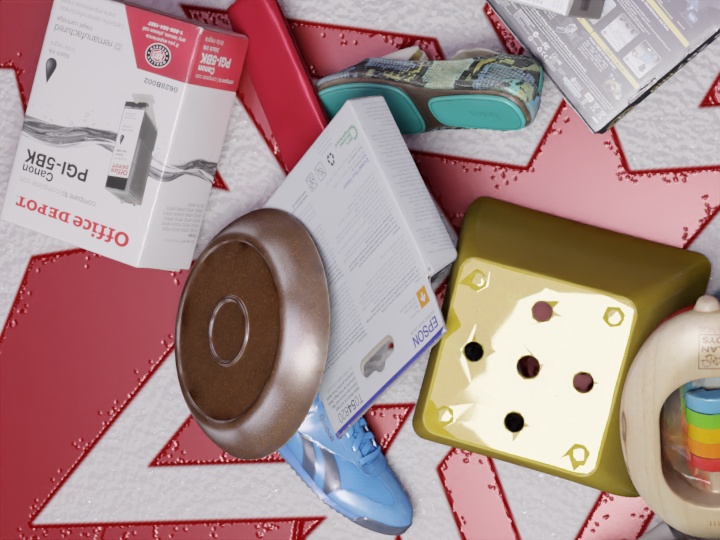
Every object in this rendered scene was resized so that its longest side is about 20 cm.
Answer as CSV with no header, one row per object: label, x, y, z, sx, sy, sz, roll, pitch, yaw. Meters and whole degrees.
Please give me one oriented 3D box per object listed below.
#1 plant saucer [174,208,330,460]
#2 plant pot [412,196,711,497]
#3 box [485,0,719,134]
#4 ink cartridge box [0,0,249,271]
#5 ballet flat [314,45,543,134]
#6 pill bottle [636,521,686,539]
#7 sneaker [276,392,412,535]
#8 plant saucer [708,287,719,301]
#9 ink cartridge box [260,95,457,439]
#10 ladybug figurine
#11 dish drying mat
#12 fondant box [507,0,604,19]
plant saucer,-0.094,0.049,1.727,0.200,0.032,0.201,-11,76,51
plant pot,0.142,0.066,1.663,0.199,0.176,0.201,15,97,11
box,0.183,-0.232,1.701,0.161,0.049,0.200,-41,83,14
ink cartridge box,-0.192,-0.114,1.765,0.146,0.083,0.201,18,97,24
ballet flat,0.058,-0.146,1.726,0.199,0.074,0.075,7,95,30
pill bottle,0.184,0.288,1.695,0.200,0.114,0.115,-38,85,8
sneaker,-0.024,0.127,1.757,0.200,0.066,0.078,44,112,9
plant saucer,0.308,0.095,1.670,0.200,0.039,0.202,-3,100,-16
ink cartridge box,0.000,0.000,1.681,0.200,0.040,0.201,-47,60,51
ladybug figurine,0.255,0.100,1.578,0.135,0.072,0.201,0,121,6
dish drying mat,-0.053,-0.130,1.759,0.077,0.018,0.201,-26,87,57
fondant box,0.081,-0.239,1.629,0.199,0.144,0.058,18,100,14
